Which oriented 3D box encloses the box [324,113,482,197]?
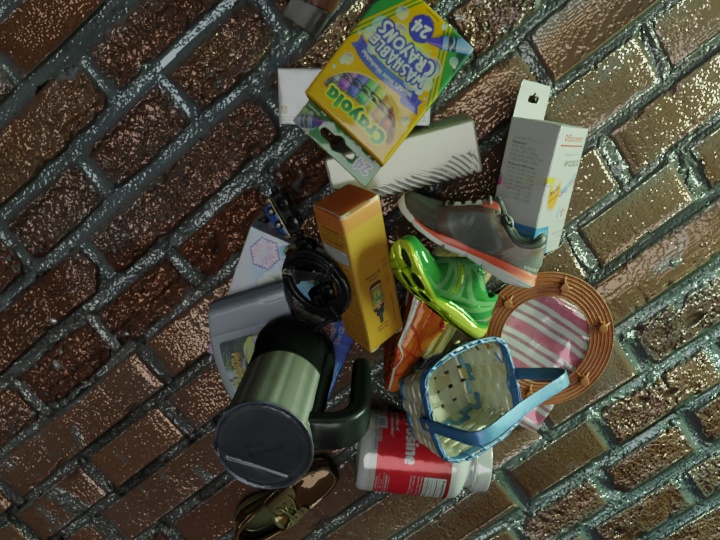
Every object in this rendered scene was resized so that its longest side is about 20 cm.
[{"bbox_3d":[0.055,-0.144,0.797,0.193,0.083,0.070,-14,108,6],"label":"box"}]

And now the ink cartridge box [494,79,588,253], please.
[{"bbox_3d":[0.229,-0.128,0.773,0.066,0.114,0.207,19,110,32],"label":"ink cartridge box"}]

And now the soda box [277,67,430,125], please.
[{"bbox_3d":[-0.008,-0.224,0.782,0.193,0.064,0.071,1,107,1],"label":"soda box"}]

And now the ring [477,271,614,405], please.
[{"bbox_3d":[0.266,0.103,0.871,0.193,0.019,0.208,1,106,5],"label":"ring"}]

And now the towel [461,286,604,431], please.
[{"bbox_3d":[0.252,0.132,0.902,0.143,0.030,0.204,27,105,-6],"label":"towel"}]

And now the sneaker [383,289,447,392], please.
[{"bbox_3d":[0.083,0.087,0.858,0.075,0.073,0.205,16,110,-13],"label":"sneaker"}]

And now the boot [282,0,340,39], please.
[{"bbox_3d":[-0.075,-0.419,0.722,0.185,0.069,0.203,31,104,-8],"label":"boot"}]

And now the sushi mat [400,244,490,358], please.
[{"bbox_3d":[0.122,0.032,0.883,0.094,0.012,0.203,28,105,-7],"label":"sushi mat"}]

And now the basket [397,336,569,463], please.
[{"bbox_3d":[0.149,0.168,0.794,0.173,0.198,0.144,-20,99,-32],"label":"basket"}]

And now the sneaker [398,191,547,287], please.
[{"bbox_3d":[0.140,-0.060,0.745,0.197,0.077,0.084,31,107,16],"label":"sneaker"}]

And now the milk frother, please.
[{"bbox_3d":[-0.084,0.107,0.725,0.175,0.189,0.205,-17,111,12],"label":"milk frother"}]

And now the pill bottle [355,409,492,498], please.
[{"bbox_3d":[0.092,0.274,0.904,0.193,0.113,0.116,6,107,-2],"label":"pill bottle"}]

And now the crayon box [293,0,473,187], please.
[{"bbox_3d":[0.023,-0.219,0.720,0.125,0.052,0.201,39,95,-3],"label":"crayon box"}]

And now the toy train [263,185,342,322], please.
[{"bbox_3d":[-0.077,-0.017,0.819,0.045,0.034,0.204,-21,106,19],"label":"toy train"}]

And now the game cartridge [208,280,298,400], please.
[{"bbox_3d":[-0.136,0.126,0.860,0.129,0.041,0.206,-14,107,10],"label":"game cartridge"}]

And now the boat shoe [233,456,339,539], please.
[{"bbox_3d":[-0.118,0.373,0.956,0.198,0.074,0.076,-36,104,11],"label":"boat shoe"}]

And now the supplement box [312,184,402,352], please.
[{"bbox_3d":[0.000,0.000,0.775,0.066,0.068,0.205,-31,124,-29],"label":"supplement box"}]

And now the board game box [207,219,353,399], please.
[{"bbox_3d":[-0.098,0.061,0.879,0.194,0.041,0.205,21,106,-5],"label":"board game box"}]

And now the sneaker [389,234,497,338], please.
[{"bbox_3d":[0.108,0.009,0.778,0.199,0.073,0.085,40,80,-37],"label":"sneaker"}]
